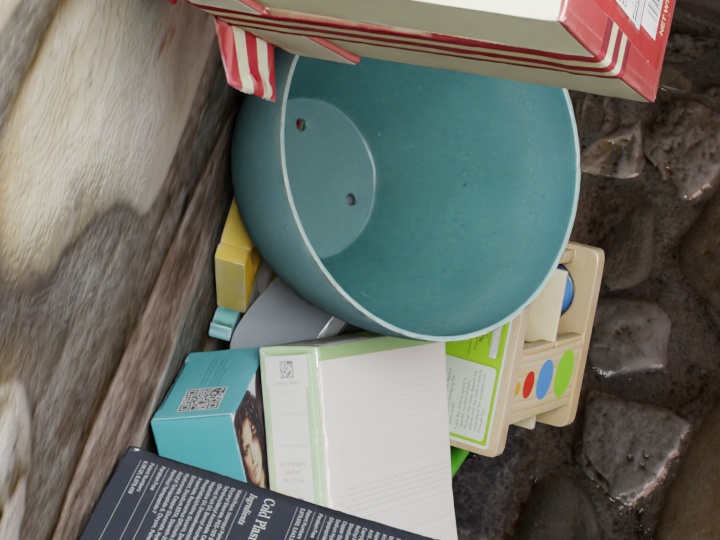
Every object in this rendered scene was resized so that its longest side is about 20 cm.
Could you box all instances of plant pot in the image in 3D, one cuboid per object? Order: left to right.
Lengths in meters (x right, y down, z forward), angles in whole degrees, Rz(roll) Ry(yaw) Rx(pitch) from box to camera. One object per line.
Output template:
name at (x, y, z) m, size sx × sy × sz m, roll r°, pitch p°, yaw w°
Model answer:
plant pot at (0.005, -0.058, 0.980) m, size 0.134 × 0.199 × 0.202 m, roll -8°, pitch -119°, yaw 55°

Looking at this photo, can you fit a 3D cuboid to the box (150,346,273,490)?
box at (-0.066, 0.152, 1.013) m, size 0.082 × 0.049 × 0.202 m, roll -66°, pitch 148°, yaw -63°

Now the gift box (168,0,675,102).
gift box at (0.022, -0.154, 0.645) m, size 0.200 × 0.185 × 0.186 m, roll 27°, pitch 76°, yaw -70°

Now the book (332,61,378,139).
book at (0.038, -0.176, 1.040) m, size 0.048 × 0.133 × 0.201 m, roll 50°, pitch -30°, yaw 46°

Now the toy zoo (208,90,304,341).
toy zoo at (-0.057, -0.052, 1.090) m, size 0.131 × 0.020 × 0.202 m, roll 89°, pitch 16°, yaw -75°

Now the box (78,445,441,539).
box at (-0.061, 0.218, 0.896) m, size 0.104 × 0.180 × 0.201 m, roll -68°, pitch 172°, yaw -55°

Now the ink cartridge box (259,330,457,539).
ink cartridge box at (0.006, 0.138, 1.028) m, size 0.145 × 0.048 × 0.202 m, roll -5°, pitch 92°, yaw -58°

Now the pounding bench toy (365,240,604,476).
pounding bench toy at (0.071, 0.074, 1.180) m, size 0.156 × 0.123 × 0.202 m, roll -6°, pitch 108°, yaw -62°

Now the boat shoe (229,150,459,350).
boat shoe at (0.000, 0.000, 1.084) m, size 0.201 × 0.070 × 0.066 m, roll -52°, pitch 161°, yaw -5°

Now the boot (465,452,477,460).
boot at (0.008, 0.129, 1.316) m, size 0.199 × 0.161 × 0.074 m, roll -115°, pitch -151°, yaw -65°

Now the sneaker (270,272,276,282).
sneaker at (-0.048, 0.037, 1.211) m, size 0.078 × 0.090 × 0.200 m, roll -42°, pitch 171°, yaw 15°
